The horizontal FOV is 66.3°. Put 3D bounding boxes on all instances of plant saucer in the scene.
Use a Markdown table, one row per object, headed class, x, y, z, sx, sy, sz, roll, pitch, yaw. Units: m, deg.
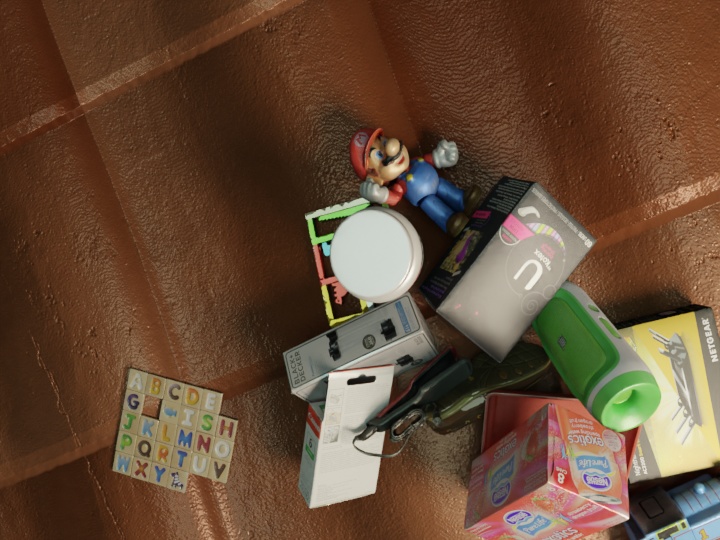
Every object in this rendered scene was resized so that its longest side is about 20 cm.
| class | x | y | z | sx | sy | sz | roll | pitch | yaw |
| --- | --- | --- | --- | --- | --- | --- | --- | --- | --- |
| plant saucer | 0.260 | 0.241 | 0.746 | 0.193 | 0.037 | 0.205 | 2 | 118 | 8 |

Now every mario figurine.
| class | x | y | z | sx | sy | sz | roll | pitch | yaw |
| --- | --- | --- | --- | --- | --- | --- | --- | --- | --- |
| mario figurine | 0.072 | -0.134 | 0.757 | 0.197 | 0.124 | 0.108 | 31 | 119 | 1 |

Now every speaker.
| class | x | y | z | sx | sy | sz | roll | pitch | yaw |
| --- | --- | --- | --- | --- | --- | --- | --- | --- | --- |
| speaker | 0.282 | 0.096 | 0.688 | 0.085 | 0.202 | 0.091 | -5 | 124 | -8 |

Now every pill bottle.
| class | x | y | z | sx | sy | sz | roll | pitch | yaw |
| --- | --- | --- | --- | --- | --- | --- | --- | --- | --- |
| pill bottle | 0.025 | -0.020 | 0.704 | 0.110 | 0.200 | 0.118 | 0 | 92 | 8 |

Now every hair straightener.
| class | x | y | z | sx | sy | sz | roll | pitch | yaw |
| --- | --- | --- | --- | --- | --- | --- | --- | --- | --- |
| hair straightener | 0.075 | 0.180 | 0.732 | 0.197 | 0.077 | 0.042 | -32 | 121 | -18 |

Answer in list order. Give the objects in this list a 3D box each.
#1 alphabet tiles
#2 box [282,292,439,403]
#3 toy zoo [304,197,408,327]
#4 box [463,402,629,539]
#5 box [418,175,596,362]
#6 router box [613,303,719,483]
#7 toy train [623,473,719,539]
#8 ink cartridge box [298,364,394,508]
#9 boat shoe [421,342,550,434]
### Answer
| class | x | y | z | sx | sy | sz | roll | pitch | yaw |
| --- | --- | --- | --- | --- | --- | --- | --- | --- | --- |
| alphabet tiles | -0.294 | 0.263 | 0.878 | 0.194 | 0.008 | 0.173 | 12 | 93 | 9 |
| box | 0.003 | 0.118 | 0.769 | 0.196 | 0.117 | 0.061 | -27 | 59 | 9 |
| toy zoo | 0.000 | 0.000 | 0.820 | 0.127 | 0.020 | 0.207 | -13 | 89 | 8 |
| box | 0.211 | 0.255 | 0.654 | 0.100 | 0.096 | 0.202 | 24 | 139 | -3 |
| box | 0.189 | -0.005 | 0.733 | 0.121 | 0.106 | 0.202 | 35 | 97 | -14 |
| router box | 0.409 | 0.164 | 0.746 | 0.152 | 0.052 | 0.206 | -15 | 89 | 9 |
| toy train | 0.442 | 0.330 | 0.718 | 0.196 | 0.087 | 0.116 | -28 | 105 | 8 |
| ink cartridge box | -0.021 | 0.220 | 0.768 | 0.106 | 0.050 | 0.207 | -1 | 107 | -29 |
| boat shoe | 0.178 | 0.169 | 0.780 | 0.196 | 0.073 | 0.069 | -27 | 120 | 3 |
